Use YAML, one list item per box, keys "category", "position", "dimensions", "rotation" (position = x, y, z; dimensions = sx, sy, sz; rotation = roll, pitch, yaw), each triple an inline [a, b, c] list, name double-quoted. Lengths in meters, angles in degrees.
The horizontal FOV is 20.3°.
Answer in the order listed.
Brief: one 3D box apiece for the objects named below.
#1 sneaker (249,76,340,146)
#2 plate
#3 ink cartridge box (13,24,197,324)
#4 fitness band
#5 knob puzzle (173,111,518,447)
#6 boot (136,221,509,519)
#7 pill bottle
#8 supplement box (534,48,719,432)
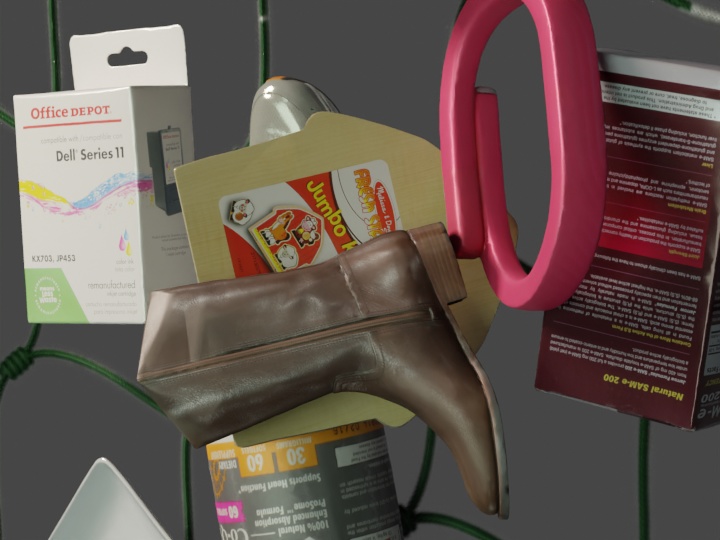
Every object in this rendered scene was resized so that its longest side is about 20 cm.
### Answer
- category: "sneaker"
  position: [-0.049, -0.025, 1.285]
  dimensions: [0.075, 0.092, 0.202]
  rotation: [-8, 89, 36]
- category: "plate"
  position: [-0.162, 0.268, 1.430]
  dimensions: [0.200, 0.032, 0.200]
  rotation: [46, 117, 24]
- category: "ink cartridge box"
  position: [-0.176, -0.066, 1.387]
  dimensions: [0.116, 0.067, 0.202]
  rotation: [-1, 94, 36]
- category: "fitness band"
  position: [0.094, -0.076, 1.164]
  dimensions: [0.143, 0.037, 0.202]
  rotation: [147, 122, -60]
- category: "knob puzzle"
  position: [0.000, 0.000, 1.235]
  dimensions: [0.217, 0.030, 0.222]
  rotation: [0, 81, -2]
- category: "boot"
  position: [-0.023, 0.080, 1.177]
  dimensions: [0.198, 0.064, 0.188]
  rotation: [-15, 76, -4]
- category: "pill bottle"
  position: [-0.028, 0.183, 1.275]
  dimensions: [0.116, 0.116, 0.202]
  rotation: [-12, 87, 35]
- category: "supplement box"
  position: [0.170, -0.020, 1.149]
  dimensions: [0.108, 0.061, 0.202]
  rotation: [14, 102, 34]
